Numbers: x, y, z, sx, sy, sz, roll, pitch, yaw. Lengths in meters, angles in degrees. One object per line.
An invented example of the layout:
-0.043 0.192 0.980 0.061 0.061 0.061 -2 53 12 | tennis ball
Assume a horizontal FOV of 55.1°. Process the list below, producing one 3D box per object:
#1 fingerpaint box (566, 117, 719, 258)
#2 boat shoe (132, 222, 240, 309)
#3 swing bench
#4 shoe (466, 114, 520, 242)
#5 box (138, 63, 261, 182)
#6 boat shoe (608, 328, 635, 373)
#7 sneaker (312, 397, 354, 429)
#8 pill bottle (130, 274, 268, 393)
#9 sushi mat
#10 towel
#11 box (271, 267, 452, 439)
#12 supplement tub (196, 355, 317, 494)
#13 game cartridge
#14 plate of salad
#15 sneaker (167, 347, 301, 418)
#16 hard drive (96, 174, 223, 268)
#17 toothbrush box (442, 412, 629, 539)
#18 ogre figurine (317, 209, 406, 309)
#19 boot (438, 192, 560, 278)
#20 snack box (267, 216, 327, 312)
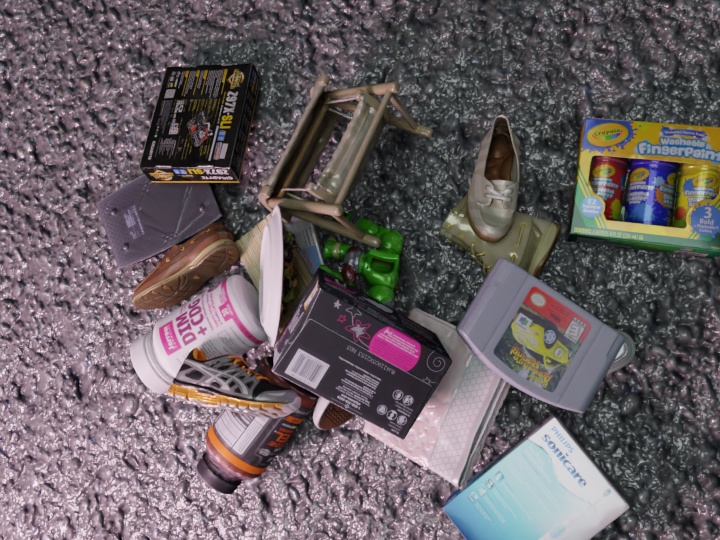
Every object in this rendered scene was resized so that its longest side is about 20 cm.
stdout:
0.399 -0.115 0.953 0.199 0.073 0.168 9 86 14 | fingerpaint box
-0.286 -0.005 1.116 0.199 0.072 0.068 -33 60 11 | boat shoe
-0.036 -0.164 0.996 0.199 0.130 0.200 18 78 35 | swing bench
0.191 -0.133 0.979 0.069 0.053 0.201 8 61 6 | shoe
-0.257 -0.240 1.117 0.158 0.049 0.201 2 68 12 | box
0.279 0.114 0.957 0.199 0.071 0.071 -4 83 14 | boat shoe
-0.013 0.145 1.038 0.201 0.073 0.085 -55 42 7 | sneaker
-0.246 0.102 1.066 0.199 0.113 0.114 -31 77 9 | pill bottle
-0.124 0.012 1.076 0.096 0.012 0.201 -38 72 22 | sushi mat
0.107 0.176 0.977 0.190 0.032 0.201 23 90 41 | towel
-0.002 0.109 0.921 0.199 0.115 0.133 29 100 -10 | box
-0.160 0.235 1.035 0.107 0.107 0.200 38 94 15 | supplement tub
0.232 0.092 0.900 0.199 0.041 0.134 33 85 -1 | game cartridge
-0.115 0.008 0.985 0.048 0.200 0.202 3 84 -13 | plate of salad
-0.174 0.157 0.960 0.199 0.078 0.078 8 69 17 | sneaker
-0.330 -0.097 1.147 0.199 0.042 0.136 -26 79 9 | hard drive
0.235 0.314 0.938 0.200 0.085 0.147 -42 76 7 | toothbrush box
0.000 0.000 1.020 0.119 0.201 0.099 6 130 9 | ogre figurine
0.176 -0.012 0.985 0.155 0.073 0.201 28 75 15 | boot
-0.087 0.003 1.085 0.071 0.024 0.201 -18 80 12 | snack box
